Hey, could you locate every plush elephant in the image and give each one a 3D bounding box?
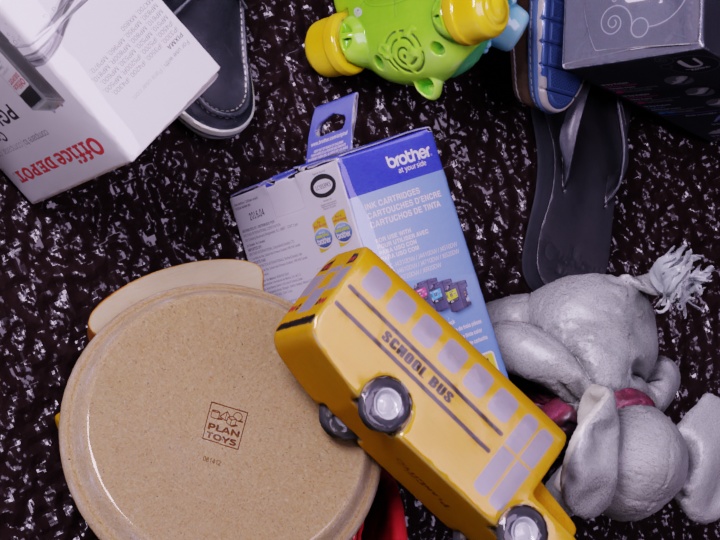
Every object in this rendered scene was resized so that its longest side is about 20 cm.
[{"bbox_3d":[0.143,0.091,1.602,0.164,0.200,0.156,17,59,-35],"label":"plush elephant"}]

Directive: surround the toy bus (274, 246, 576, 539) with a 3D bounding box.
[{"bbox_3d":[0.043,0.084,1.471,0.200,0.065,0.078,43,68,-13],"label":"toy bus"}]

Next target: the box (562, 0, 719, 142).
[{"bbox_3d":[0.225,-0.168,1.715,0.199,0.105,0.123,18,71,-52],"label":"box"}]

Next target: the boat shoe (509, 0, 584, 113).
[{"bbox_3d":[0.107,-0.197,1.706,0.072,0.072,0.202,18,71,-56],"label":"boat shoe"}]

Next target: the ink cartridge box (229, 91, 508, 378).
[{"bbox_3d":[0.000,0.000,1.573,0.076,0.136,0.201,-19,92,-33],"label":"ink cartridge box"}]

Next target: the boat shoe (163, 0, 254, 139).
[{"bbox_3d":[-0.103,-0.177,1.585,0.074,0.062,0.202,-14,90,-34],"label":"boat shoe"}]

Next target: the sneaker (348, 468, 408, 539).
[{"bbox_3d":[-0.045,0.187,1.526,0.078,0.115,0.201,37,65,-21],"label":"sneaker"}]

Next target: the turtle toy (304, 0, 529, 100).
[{"bbox_3d":[0.045,-0.203,1.645,0.101,0.145,0.202,10,75,-50],"label":"turtle toy"}]

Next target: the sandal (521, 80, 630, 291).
[{"bbox_3d":[0.148,-0.078,1.730,0.076,0.043,0.202,9,77,-30],"label":"sandal"}]

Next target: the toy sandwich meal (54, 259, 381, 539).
[{"bbox_3d":[-0.085,0.095,1.511,0.203,0.070,0.207,5,66,-10],"label":"toy sandwich meal"}]

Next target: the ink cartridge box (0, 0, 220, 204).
[{"bbox_3d":[-0.194,-0.144,1.474,0.200,0.146,0.083,48,62,-14],"label":"ink cartridge box"}]
